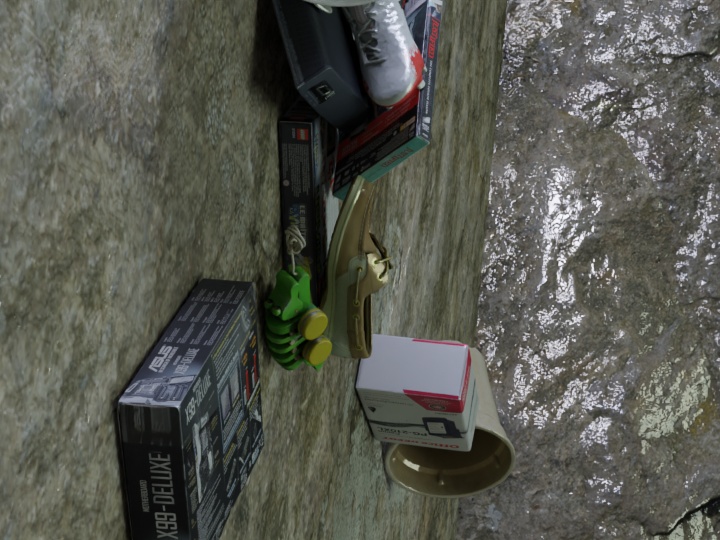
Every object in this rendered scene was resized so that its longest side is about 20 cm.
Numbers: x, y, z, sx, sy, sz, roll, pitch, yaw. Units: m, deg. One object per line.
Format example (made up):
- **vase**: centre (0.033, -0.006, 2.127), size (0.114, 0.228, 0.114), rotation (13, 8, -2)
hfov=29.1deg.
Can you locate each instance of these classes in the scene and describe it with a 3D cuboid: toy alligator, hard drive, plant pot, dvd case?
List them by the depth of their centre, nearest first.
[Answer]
- **hard drive**: centre (-0.035, -0.212, 1.328), size (0.200, 0.042, 0.137), rotation (25, 49, -76)
- **toy alligator**: centre (-0.070, 0.040, 1.334), size (0.054, 0.059, 0.201), rotation (-34, 143, -21)
- **dvd case**: centre (0.029, -0.186, 1.421), size (0.145, 0.022, 0.202), rotation (-32, -136, 46)
- **plant pot**: centre (0.133, 0.219, 2.144), size (0.202, 0.197, 0.185), rotation (81, 5, -49)

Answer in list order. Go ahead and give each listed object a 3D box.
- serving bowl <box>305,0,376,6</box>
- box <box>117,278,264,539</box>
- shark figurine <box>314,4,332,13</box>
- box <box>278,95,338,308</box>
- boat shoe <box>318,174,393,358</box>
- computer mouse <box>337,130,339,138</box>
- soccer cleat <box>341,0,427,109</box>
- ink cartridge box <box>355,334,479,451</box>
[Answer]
- **serving bowl**: centre (-0.017, -0.324, 1.132), size (0.066, 0.197, 0.203), rotation (-100, -173, -63)
- **box**: centre (-0.126, 0.121, 1.075), size (0.200, 0.049, 0.160), rotation (-66, 157, -61)
- **shark figurine**: centre (-0.020, -0.326, 1.247), size (0.128, 0.089, 0.216), rotation (50, 38, -22)
- **box**: centre (-0.050, -0.073, 1.424), size (0.110, 0.034, 0.203), rotation (-62, 154, -64)
- **boat shoe**: centre (0.000, 0.000, 1.409), size (0.074, 0.065, 0.202), rotation (-66, 168, -59)
- **computer mouse**: centre (-0.002, -0.214, 1.597), size (0.201, 0.043, 0.111), rotation (-72, 161, -50)
- **soccer cleat**: centre (0.015, -0.238, 1.361), size (0.085, 0.068, 0.202), rotation (43, 30, -38)
- **ink cartridge box**: centre (0.082, 0.171, 1.906), size (0.201, 0.143, 0.085), rotation (72, 26, -62)
